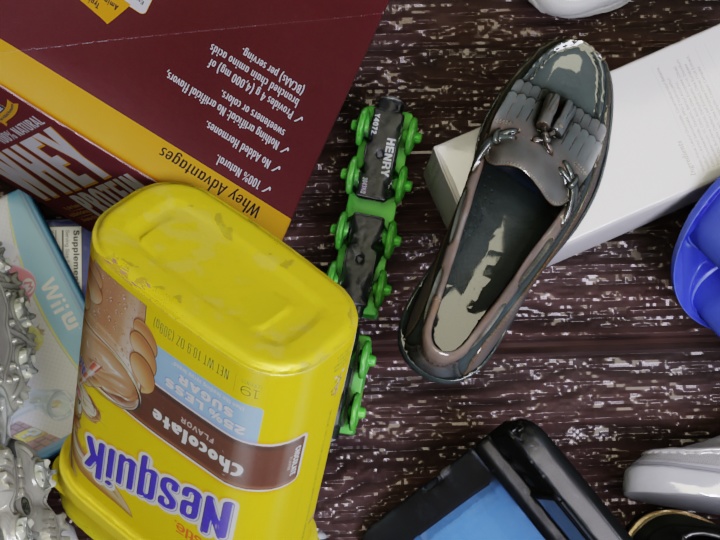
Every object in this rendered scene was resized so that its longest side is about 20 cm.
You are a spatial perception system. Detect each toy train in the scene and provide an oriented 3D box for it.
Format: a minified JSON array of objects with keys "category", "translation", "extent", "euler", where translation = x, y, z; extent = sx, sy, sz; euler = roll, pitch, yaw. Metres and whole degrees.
[{"category":"toy train","translation":[0.000,0.000,1.225],"extent":[0.042,0.056,0.201],"euler":[11,85,4]}]

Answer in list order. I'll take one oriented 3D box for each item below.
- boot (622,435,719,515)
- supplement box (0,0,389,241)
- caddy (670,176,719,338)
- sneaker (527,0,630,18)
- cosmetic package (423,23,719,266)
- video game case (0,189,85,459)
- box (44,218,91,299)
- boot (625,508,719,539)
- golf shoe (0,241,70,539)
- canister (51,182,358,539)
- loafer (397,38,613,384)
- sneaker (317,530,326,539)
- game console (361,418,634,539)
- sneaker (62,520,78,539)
[{"category":"boot","translation":[0.247,0.091,1.224],"extent":[0.199,0.074,0.096],"euler":[4,78,-10]},{"category":"supplement box","translation":[-0.112,-0.132,1.144],"extent":[0.197,0.133,0.200],"euler":[31,70,-22]},{"category":"caddy","translation":[0.270,-0.019,1.178],"extent":[0.200,0.142,0.105],"euler":[-21,45,-9]},{"category":"sneaker","translation":[0.176,-0.221,1.229],"extent":[0.200,0.099,0.078],"euler":[-37,87,-5]},{"category":"cosmetic package","translation":[0.143,-0.064,1.211],"extent":[0.200,0.108,0.085],"euler":[-22,86,-5]},{"category":"video game case","translation":[-0.244,0.061,1.201],"extent":[0.200,0.018,0.143],"euler":[-28,84,-2]},{"category":"box","translation":[-0.150,0.030,1.228],"extent":[0.199,0.032,0.122],"euler":[-1,85,1]},{"category":"boot","translation":[0.245,0.189,1.174],"extent":[0.199,0.138,0.078],"euler":[15,85,-1]},{"category":"golf shoe","translation":[-0.219,0.070,1.115],"extent":[0.097,0.078,0.201],"euler":[-16,71,19]},{"category":"canister","translation":[-0.081,0.069,1.088],"extent":[0.148,0.200,0.087],"euler":[35,48,21]},{"category":"loafer","translation":[0.083,-0.032,1.121],"extent":[0.072,0.063,0.200],"euler":[25,84,1]},{"category":"sneaker","translation":[-0.043,0.194,1.194],"extent":[0.079,0.078,0.200],"euler":[-24,84,2]},{"category":"game console","translation":[0.102,0.192,1.149],"extent":[0.116,0.176,0.200],"euler":[-39,87,-5]},{"category":"sneaker","translation":[-0.130,0.227,1.202],"extent":[0.099,0.075,0.200],"euler":[-20,90,-17]}]
